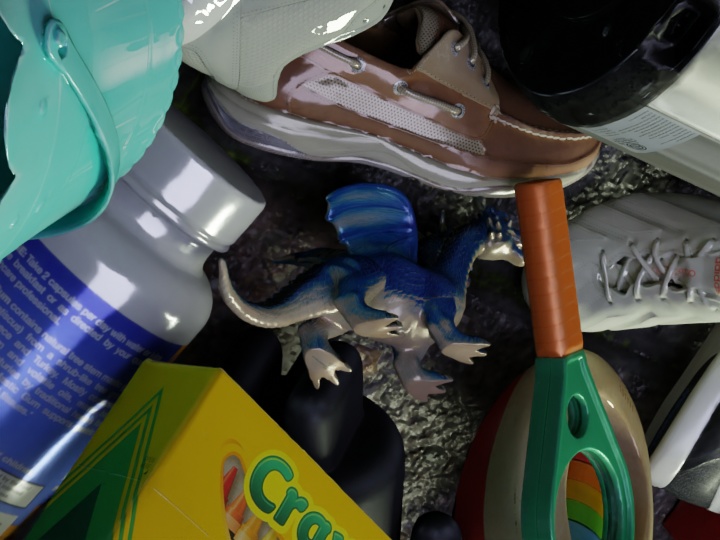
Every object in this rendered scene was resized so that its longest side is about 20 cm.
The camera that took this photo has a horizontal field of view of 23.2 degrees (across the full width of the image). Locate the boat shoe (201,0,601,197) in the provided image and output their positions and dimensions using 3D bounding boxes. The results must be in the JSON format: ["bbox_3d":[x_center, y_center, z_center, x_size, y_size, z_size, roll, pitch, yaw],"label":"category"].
[{"bbox_3d":[0.029,-0.084,0.803,0.199,0.076,0.072,6,118,-27],"label":"boat shoe"}]

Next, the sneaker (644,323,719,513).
[{"bbox_3d":[0.245,0.054,0.949,0.112,0.073,0.200,28,114,-4],"label":"sneaker"}]

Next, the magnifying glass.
[{"bbox_3d":[0.093,0.059,0.804,0.079,0.022,0.201,-14,100,-53],"label":"magnifying glass"}]

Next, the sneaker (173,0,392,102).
[{"bbox_3d":[-0.002,-0.147,0.693,0.200,0.076,0.092,-37,135,19],"label":"sneaker"}]

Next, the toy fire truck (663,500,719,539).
[{"bbox_3d":[0.128,0.199,1.010,0.141,0.049,0.201,22,107,-32],"label":"toy fire truck"}]

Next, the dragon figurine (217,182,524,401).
[{"bbox_3d":[0.000,0.000,0.811,0.199,0.100,0.059,10,138,-35],"label":"dragon figurine"}]

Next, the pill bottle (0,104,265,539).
[{"bbox_3d":[-0.136,0.018,0.768,0.200,0.112,0.112,-47,123,6],"label":"pill bottle"}]

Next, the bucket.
[{"bbox_3d":[-0.172,-0.086,0.635,0.135,0.206,0.208,-34,140,-59],"label":"bucket"}]

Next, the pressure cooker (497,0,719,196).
[{"bbox_3d":[0.183,-0.116,0.791,0.199,0.176,0.179,21,111,-26],"label":"pressure cooker"}]

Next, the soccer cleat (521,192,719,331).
[{"bbox_3d":[0.170,-0.003,0.862,0.199,0.078,0.070,-10,112,22],"label":"soccer cleat"}]

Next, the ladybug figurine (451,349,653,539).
[{"bbox_3d":[0.095,0.128,0.893,0.072,0.200,0.136,-16,122,30],"label":"ladybug figurine"}]

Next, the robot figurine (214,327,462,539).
[{"bbox_3d":[-0.041,0.132,0.859,0.124,0.150,0.201,-15,122,-33],"label":"robot figurine"}]

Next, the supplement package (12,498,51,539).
[{"bbox_3d":[-0.168,0.206,0.854,0.109,0.114,0.201,-10,120,-16],"label":"supplement package"}]

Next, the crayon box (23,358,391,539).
[{"bbox_3d":[-0.058,0.166,0.722,0.200,0.058,0.173,49,63,-33],"label":"crayon box"}]
